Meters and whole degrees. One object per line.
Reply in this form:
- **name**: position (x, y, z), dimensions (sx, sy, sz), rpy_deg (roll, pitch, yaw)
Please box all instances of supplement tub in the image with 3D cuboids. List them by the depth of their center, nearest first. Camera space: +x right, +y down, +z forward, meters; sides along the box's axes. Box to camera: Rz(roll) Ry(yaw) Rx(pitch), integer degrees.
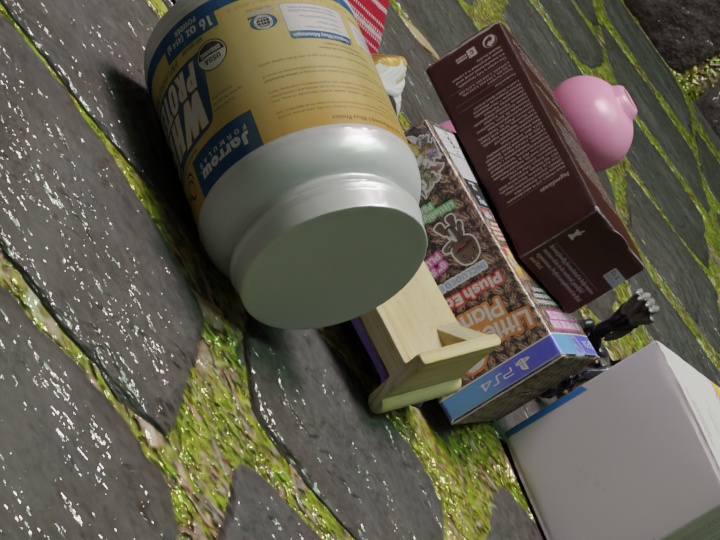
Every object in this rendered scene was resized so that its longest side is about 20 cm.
- **supplement tub**: position (-0.046, -0.078, 1.554), dimensions (0.145, 0.144, 0.201), rpy_deg (35, 27, -52)

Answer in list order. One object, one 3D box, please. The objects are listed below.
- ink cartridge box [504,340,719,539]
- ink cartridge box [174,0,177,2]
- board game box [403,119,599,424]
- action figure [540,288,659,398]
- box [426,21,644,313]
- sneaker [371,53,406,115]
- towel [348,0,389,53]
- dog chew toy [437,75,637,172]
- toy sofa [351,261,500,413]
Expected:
- **ink cartridge box**: position (0.235, 0.174, 1.896), dimensions (0.200, 0.147, 0.145), rpy_deg (33, 29, -55)
- **ink cartridge box**: position (-0.099, -0.232, 1.870), dimensions (0.200, 0.043, 0.197), rpy_deg (26, 36, -63)
- **board game box**: position (0.075, 0.004, 1.813), dimensions (0.201, 0.097, 0.159), rpy_deg (60, 12, 10)
- **action figure**: position (0.216, 0.083, 2.086), dimensions (0.200, 0.102, 0.119), rpy_deg (26, 43, -58)
- **box**: position (0.130, -0.077, 1.835), dimensions (0.100, 0.075, 0.200), rpy_deg (45, 16, -51)
- **sneaker**: position (-0.019, -0.112, 1.765), dimensions (0.200, 0.075, 0.088), rpy_deg (-9, 105, -63)
- **towel**: position (-0.019, -0.193, 1.853), dimensions (0.145, 0.022, 0.201), rpy_deg (34, 66, -61)
- **dog chew toy**: position (0.131, -0.088, 1.974), dimensions (0.125, 0.199, 0.125), rpy_deg (54, 14, -20)
- **toy sofa**: position (0.000, 0.000, 1.687), dimensions (0.083, 0.098, 0.201), rpy_deg (-11, 68, -46)
